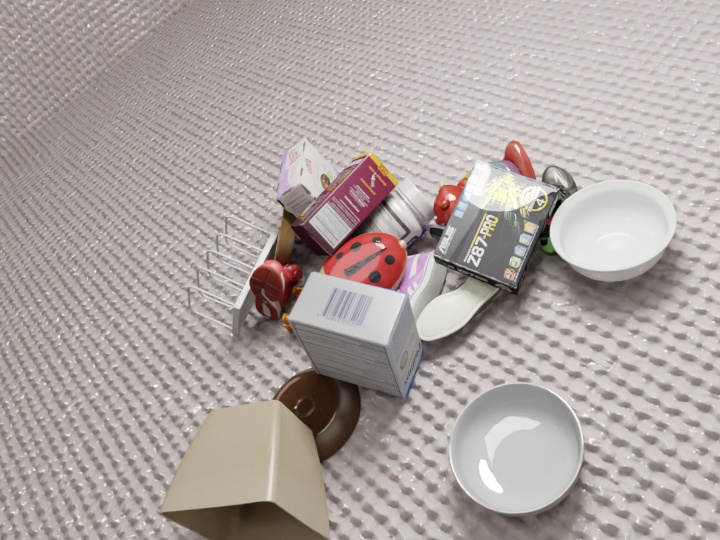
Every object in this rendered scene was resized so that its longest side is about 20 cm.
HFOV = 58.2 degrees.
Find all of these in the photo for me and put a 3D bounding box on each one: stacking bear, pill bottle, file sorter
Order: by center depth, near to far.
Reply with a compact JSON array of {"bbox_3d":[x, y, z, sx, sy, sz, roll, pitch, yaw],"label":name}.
[{"bbox_3d":[0.231,-0.150,1.260,0.198,0.122,0.115,-24,73,-15],"label":"stacking bear"},{"bbox_3d":[0.053,-0.084,1.311,0.200,0.114,0.114,-42,43,8],"label":"pill bottle"},{"bbox_3d":[-0.276,0.007,1.398,0.123,0.139,0.201,22,60,0],"label":"file sorter"}]

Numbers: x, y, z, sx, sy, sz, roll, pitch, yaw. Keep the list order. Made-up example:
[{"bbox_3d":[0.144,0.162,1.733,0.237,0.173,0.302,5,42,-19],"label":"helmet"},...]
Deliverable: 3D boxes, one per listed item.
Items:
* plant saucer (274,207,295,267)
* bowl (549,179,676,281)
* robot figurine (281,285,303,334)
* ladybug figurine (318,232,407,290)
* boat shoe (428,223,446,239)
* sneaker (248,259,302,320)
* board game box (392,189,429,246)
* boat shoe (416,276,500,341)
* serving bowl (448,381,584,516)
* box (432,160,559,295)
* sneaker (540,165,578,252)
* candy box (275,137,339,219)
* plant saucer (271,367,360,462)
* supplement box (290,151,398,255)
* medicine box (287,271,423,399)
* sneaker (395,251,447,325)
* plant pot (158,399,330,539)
[{"bbox_3d":[-0.162,-0.090,1.440,0.035,0.201,0.202,9,49,-8],"label":"plant saucer"},{"bbox_3d":[0.434,-0.052,1.109,0.199,0.091,0.203,-16,47,18],"label":"bowl"},{"bbox_3d":[-0.054,0.078,1.298,0.198,0.058,0.146,-3,53,28],"label":"robot figurine"},{"bbox_3d":[0.000,0.000,1.218,0.199,0.072,0.136,-37,74,3],"label":"ladybug figurine"},{"bbox_3d":[0.203,-0.052,1.258,0.199,0.075,0.061,18,103,55],"label":"boat shoe"},{"bbox_3d":[-0.171,0.010,1.338,0.078,0.201,0.116,26,58,3],"label":"sneaker"},{"bbox_3d":[0.054,-0.115,1.415,0.158,0.039,0.200,-42,44,-9],"label":"board game box"},{"bbox_3d":[0.186,0.063,1.175,0.201,0.060,0.072,-39,67,-5],"label":"boat shoe"},{"bbox_3d":[0.235,0.271,0.963,0.198,0.066,0.202,-16,46,17],"label":"serving bowl"},{"bbox_3d":[0.242,-0.079,1.154,0.160,0.049,0.202,23,80,21],"label":"box"},{"bbox_3d":[0.369,-0.129,1.216,0.076,0.084,0.202,-8,50,23],"label":"sneaker"},{"bbox_3d":[-0.088,-0.159,1.405,0.071,0.200,0.169,-27,37,25],"label":"candy box"},{"bbox_3d":[-0.096,0.256,1.187,0.198,0.037,0.202,-15,47,17],"label":"plant saucer"},{"bbox_3d":[-0.033,-0.128,1.268,0.200,0.086,0.110,-47,14,-11],"label":"supplement box"},{"bbox_3d":[-0.002,0.115,1.113,0.180,0.201,0.104,12,59,22],"label":"medicine box"},{"bbox_3d":[0.089,0.049,1.241,0.113,0.073,0.201,-3,42,33],"label":"sneaker"},{"bbox_3d":[-0.169,0.326,1.047,0.198,0.201,0.179,-13,49,20],"label":"plant pot"}]
